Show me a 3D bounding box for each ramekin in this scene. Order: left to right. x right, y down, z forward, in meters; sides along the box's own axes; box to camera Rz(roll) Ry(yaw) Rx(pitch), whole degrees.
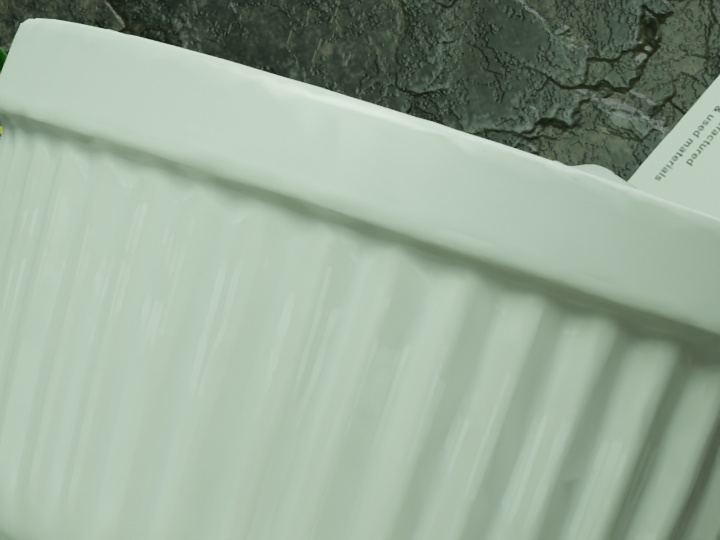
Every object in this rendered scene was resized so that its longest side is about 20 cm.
[{"bbox_3d":[0.008,0.029,0.489,0.200,0.105,0.200,18,0,0],"label":"ramekin"}]

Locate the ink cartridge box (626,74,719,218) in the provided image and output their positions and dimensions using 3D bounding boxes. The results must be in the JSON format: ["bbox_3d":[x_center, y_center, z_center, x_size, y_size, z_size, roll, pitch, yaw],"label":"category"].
[{"bbox_3d":[0.196,0.029,0.800,0.200,0.145,0.147,37,-10,27],"label":"ink cartridge box"}]

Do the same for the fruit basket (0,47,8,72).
[{"bbox_3d":[-0.227,-0.107,1.003,0.216,0.155,0.216,41,-24,23],"label":"fruit basket"}]

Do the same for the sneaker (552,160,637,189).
[{"bbox_3d":[0.000,0.000,0.685,0.099,0.078,0.200,10,-5,-37],"label":"sneaker"}]
